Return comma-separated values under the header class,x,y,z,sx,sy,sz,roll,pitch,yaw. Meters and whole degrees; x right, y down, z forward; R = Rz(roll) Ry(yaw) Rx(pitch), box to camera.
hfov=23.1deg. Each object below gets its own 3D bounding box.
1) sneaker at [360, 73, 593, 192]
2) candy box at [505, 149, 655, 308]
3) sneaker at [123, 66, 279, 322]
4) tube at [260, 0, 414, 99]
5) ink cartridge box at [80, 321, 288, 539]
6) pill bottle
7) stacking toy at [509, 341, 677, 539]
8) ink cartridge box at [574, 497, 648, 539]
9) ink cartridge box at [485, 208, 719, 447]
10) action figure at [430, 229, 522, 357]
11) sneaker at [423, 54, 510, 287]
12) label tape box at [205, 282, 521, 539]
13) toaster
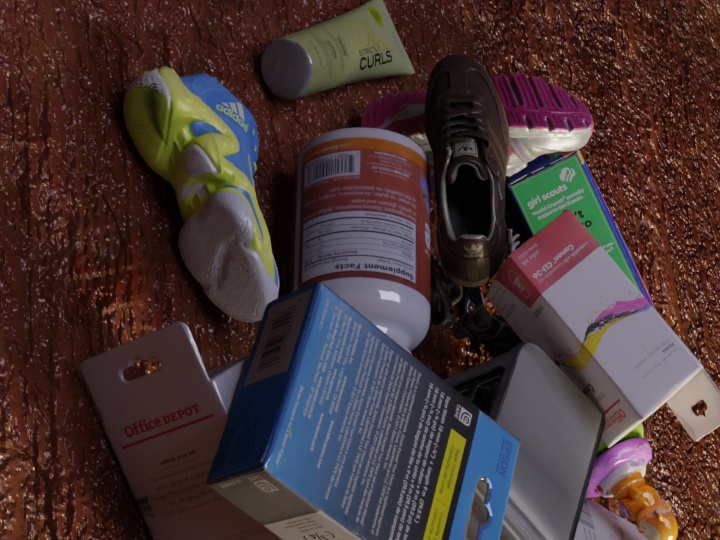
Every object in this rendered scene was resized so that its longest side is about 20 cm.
class,x,y,z,sx,sy,sz,roll,pitch,yaw
sneaker,0.101,-0.109,1.516,0.082,0.198,0.089,-90,175,-50
candy box,0.203,-0.018,1.609,0.201,0.076,0.169,62,7,-9
sneaker,-0.096,-0.065,1.317,0.105,0.075,0.202,-27,93,-54
tube,-0.014,-0.190,1.506,0.200,0.052,0.059,-27,134,-58
ink cartridge box,-0.096,0.130,1.186,0.067,0.115,0.202,-27,95,-52
pill bottle,0.000,0.000,1.374,0.112,0.112,0.202,27,54,-41
stacking toy,0.199,0.144,1.449,0.109,0.116,0.201,-24,62,-13
ink cartridge box,0.189,0.261,1.414,0.199,0.088,0.146,28,21,-15
ink cartridge box,0.191,0.063,1.369,0.067,0.117,0.200,-37,80,-14
action figure,0.107,0.020,1.499,0.199,0.118,0.103,13,68,-42
sneaker,0.090,-0.092,1.409,0.076,0.070,0.202,89,-4,-70
label tape box,0.006,0.126,1.158,0.200,0.063,0.145,39,49,-27
toaster,0.072,0.170,1.325,0.119,0.180,0.201,48,39,-20
